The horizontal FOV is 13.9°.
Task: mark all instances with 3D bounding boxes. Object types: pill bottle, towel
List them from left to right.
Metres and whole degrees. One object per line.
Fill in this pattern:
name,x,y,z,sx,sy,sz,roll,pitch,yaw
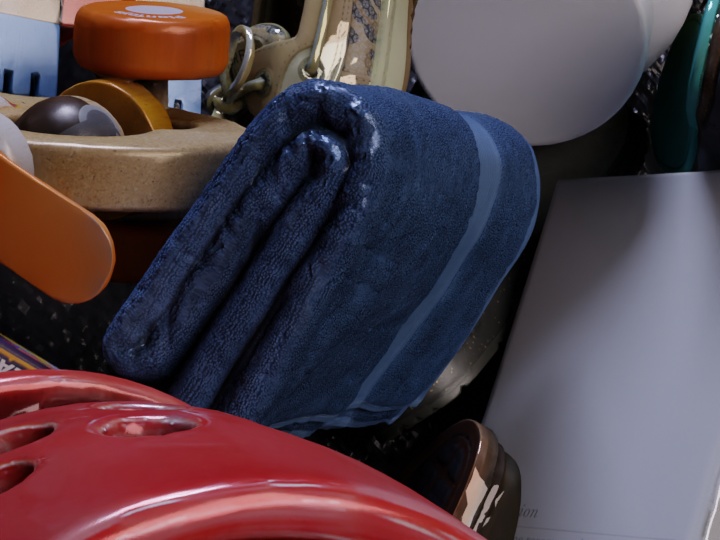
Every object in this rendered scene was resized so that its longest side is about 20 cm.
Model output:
towel,0.000,0.000,0.878,0.048,0.112,0.200,36,9,15
pill bottle,0.069,-0.129,1.061,0.111,0.111,0.200,45,28,-18

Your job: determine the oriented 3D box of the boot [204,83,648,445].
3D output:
boot,0.019,-0.043,1.054,0.131,0.068,0.200,48,45,-7

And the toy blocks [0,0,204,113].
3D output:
toy blocks,-0.126,-0.106,0.937,0.199,0.100,0.137,9,74,-28

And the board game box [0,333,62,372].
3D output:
board game box,-0.124,0.098,0.808,0.200,0.057,0.166,32,87,-27

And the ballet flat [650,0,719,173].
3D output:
ballet flat,0.140,-0.058,1.015,0.073,0.200,0.073,0,88,1

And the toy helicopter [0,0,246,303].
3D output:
toy helicopter,-0.129,-0.033,0.838,0.199,0.132,0.079,3,103,-2

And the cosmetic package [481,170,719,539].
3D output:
cosmetic package,0.141,0.097,1.015,0.199,0.123,0.201,33,69,-37

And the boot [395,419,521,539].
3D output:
boot,0.026,0.146,0.846,0.097,0.075,0.201,20,99,-15

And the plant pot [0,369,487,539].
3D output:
plant pot,-0.062,0.122,0.707,0.199,0.182,0.202,-7,107,-24

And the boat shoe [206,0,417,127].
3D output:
boat shoe,-0.018,-0.086,0.963,0.062,0.073,0.201,22,73,-21
